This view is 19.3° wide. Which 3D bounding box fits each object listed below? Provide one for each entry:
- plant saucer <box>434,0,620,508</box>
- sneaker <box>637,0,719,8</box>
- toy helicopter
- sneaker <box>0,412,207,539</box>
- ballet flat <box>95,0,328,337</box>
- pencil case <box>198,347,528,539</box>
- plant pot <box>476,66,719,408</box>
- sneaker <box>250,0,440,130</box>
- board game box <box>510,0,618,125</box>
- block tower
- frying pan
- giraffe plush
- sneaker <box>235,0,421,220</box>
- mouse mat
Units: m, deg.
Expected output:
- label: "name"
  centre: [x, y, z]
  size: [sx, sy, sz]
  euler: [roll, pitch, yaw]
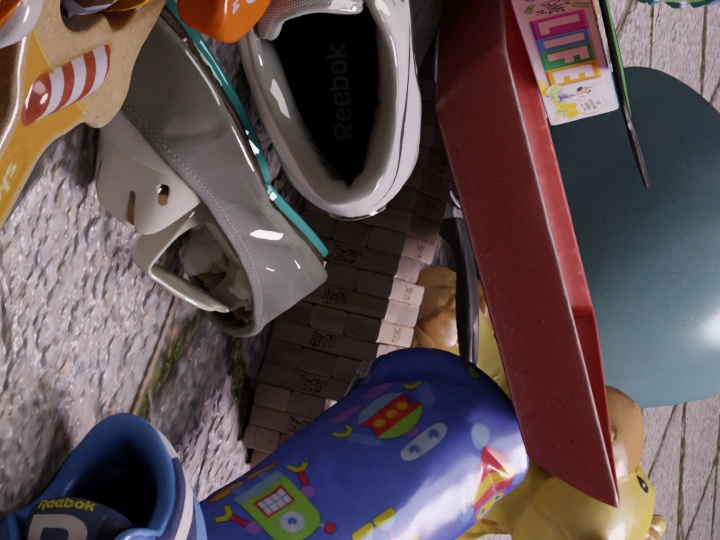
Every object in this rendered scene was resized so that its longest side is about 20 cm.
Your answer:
- label: "plant saucer"
  centre: [0.068, -0.025, 0.908]
  size: [0.200, 0.036, 0.202]
  euler: [-83, 159, -68]
- label: "sneaker"
  centre: [0.125, -0.194, 0.934]
  size: [0.085, 0.077, 0.201]
  euler: [65, 1, -47]
- label: "toy helicopter"
  centre: [-0.103, -0.051, 0.616]
  size: [0.201, 0.078, 0.132]
  euler: [-63, 168, 0]
- label: "sneaker"
  centre: [-0.110, 0.128, 0.727]
  size: [0.200, 0.073, 0.083]
  euler: [-64, 158, -53]
- label: "ballet flat"
  centre: [-0.062, -0.029, 0.770]
  size: [0.064, 0.067, 0.200]
  euler: [-41, 152, -7]
- label: "pencil case"
  centre: [-0.019, 0.105, 0.881]
  size: [0.200, 0.087, 0.078]
  euler: [-35, 157, -32]
- label: "plant pot"
  centre: [0.138, 0.000, 1.230]
  size: [0.134, 0.200, 0.201]
  euler: [-25, 137, -22]
- label: "sneaker"
  centre: [0.008, -0.145, 0.893]
  size: [0.099, 0.077, 0.202]
  euler: [-4, 114, -80]
- label: "board game box"
  centre: [0.075, -0.186, 0.958]
  size: [0.135, 0.034, 0.202]
  euler: [58, 21, -65]
- label: "block tower"
  centre: [0.000, 0.000, 0.979]
  size: [0.054, 0.057, 0.202]
  euler: [17, 86, -73]
- label: "frying pan"
  centre: [0.052, -0.053, 1.085]
  size: [0.115, 0.031, 0.192]
  euler: [-49, 137, -62]
- label: "giraffe plush"
  centre: [0.085, 0.109, 1.137]
  size: [0.173, 0.161, 0.201]
  euler: [-52, 150, -51]
- label: "sneaker"
  centre: [-0.018, -0.115, 0.709]
  size: [0.089, 0.073, 0.202]
  euler: [-89, 163, -81]
- label: "mouse mat"
  centre: [0.093, -0.139, 0.869]
  size: [0.161, 0.007, 0.202]
  euler: [32, 44, -78]
